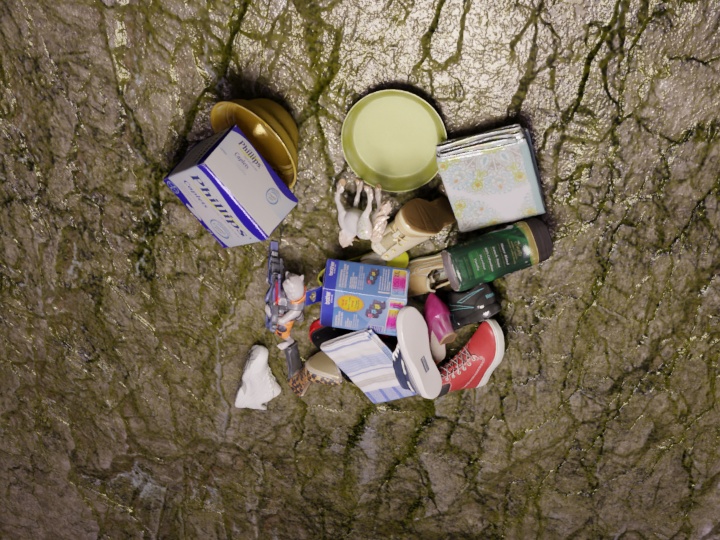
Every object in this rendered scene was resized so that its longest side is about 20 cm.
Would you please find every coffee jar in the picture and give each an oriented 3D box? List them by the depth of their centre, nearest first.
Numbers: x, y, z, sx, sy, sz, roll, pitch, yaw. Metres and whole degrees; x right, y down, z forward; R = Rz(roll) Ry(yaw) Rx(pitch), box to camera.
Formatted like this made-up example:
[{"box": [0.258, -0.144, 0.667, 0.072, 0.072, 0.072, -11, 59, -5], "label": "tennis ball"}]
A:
[{"box": [0.255, -0.031, 1.501, 0.196, 0.104, 0.087, -20, 91, -4], "label": "coffee jar"}]

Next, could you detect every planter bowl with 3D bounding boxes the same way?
[{"box": [-0.173, -0.249, 1.472, 0.198, 0.084, 0.202, 31, 152, 18], "label": "planter bowl"}]

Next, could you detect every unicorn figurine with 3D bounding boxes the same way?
[{"box": [-0.006, -0.100, 1.514, 0.072, 0.200, 0.140, -1, 105, -16], "label": "unicorn figurine"}]

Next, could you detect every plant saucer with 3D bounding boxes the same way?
[{"box": [0.063, -0.240, 1.482, 0.196, 0.031, 0.203, 5, 124, 7], "label": "plant saucer"}]

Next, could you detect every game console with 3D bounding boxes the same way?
[{"box": [0.002, 0.151, 1.761, 0.198, 0.031, 0.177, -26, 121, 27], "label": "game console"}]

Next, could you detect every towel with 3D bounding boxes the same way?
[{"box": [0.239, -0.165, 1.469, 0.168, 0.049, 0.202, -10, 132, 19], "label": "towel"}, {"box": [0.022, 0.204, 1.676, 0.145, 0.024, 0.201, -18, 123, 38], "label": "towel"}]

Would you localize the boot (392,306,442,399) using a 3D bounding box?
[{"box": [0.089, 0.159, 1.577, 0.089, 0.072, 0.203, 8, 122, 48], "label": "boot"}]

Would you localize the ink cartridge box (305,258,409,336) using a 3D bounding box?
[{"box": [-0.009, 0.052, 1.591, 0.196, 0.077, 0.138, 9, 144, 1], "label": "ink cartridge box"}]

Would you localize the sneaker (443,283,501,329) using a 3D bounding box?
[{"box": [0.196, 0.082, 1.658, 0.198, 0.075, 0.080, -27, 86, 33], "label": "sneaker"}]

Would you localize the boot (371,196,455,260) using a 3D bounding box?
[{"box": [0.077, -0.072, 1.500, 0.154, 0.199, 0.074, -29, 87, 29], "label": "boot"}]

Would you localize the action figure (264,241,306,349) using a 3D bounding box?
[{"box": [-0.148, 0.047, 1.657, 0.102, 0.204, 0.194, 5, 156, -12], "label": "action figure"}]

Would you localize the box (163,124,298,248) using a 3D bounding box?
[{"box": [-0.245, -0.150, 1.510, 0.185, 0.105, 0.199, 50, 152, -21], "label": "box"}]

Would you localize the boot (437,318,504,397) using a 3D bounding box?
[{"box": [0.210, 0.186, 1.661, 0.142, 0.073, 0.202, -11, 140, -22], "label": "boot"}]

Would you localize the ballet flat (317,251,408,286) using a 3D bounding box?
[{"box": [0.000, 0.000, 1.625, 0.197, 0.068, 0.067, -16, 162, 23], "label": "ballet flat"}]

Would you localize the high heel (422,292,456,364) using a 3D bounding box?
[{"box": [0.133, 0.132, 1.636, 0.066, 0.097, 0.201, -13, 153, -19], "label": "high heel"}]

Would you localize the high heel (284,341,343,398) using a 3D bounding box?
[{"box": [-0.094, 0.248, 1.777, 0.198, 0.071, 0.145, 24, 132, 44], "label": "high heel"}]

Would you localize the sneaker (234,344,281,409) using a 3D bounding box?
[{"box": [-0.224, 0.246, 1.849, 0.097, 0.079, 0.202, 15, 134, -7], "label": "sneaker"}]

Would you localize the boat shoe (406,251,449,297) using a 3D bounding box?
[{"box": [0.136, 0.013, 1.607, 0.198, 0.077, 0.072, -28, 116, 27], "label": "boat shoe"}]

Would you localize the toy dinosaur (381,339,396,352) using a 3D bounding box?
[{"box": [0.048, 0.188, 1.730, 0.102, 0.077, 0.200, -38, 111, 18], "label": "toy dinosaur"}]
